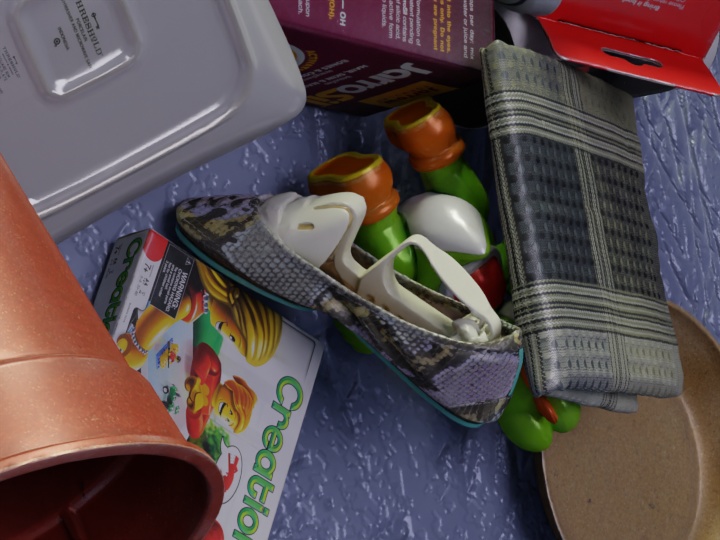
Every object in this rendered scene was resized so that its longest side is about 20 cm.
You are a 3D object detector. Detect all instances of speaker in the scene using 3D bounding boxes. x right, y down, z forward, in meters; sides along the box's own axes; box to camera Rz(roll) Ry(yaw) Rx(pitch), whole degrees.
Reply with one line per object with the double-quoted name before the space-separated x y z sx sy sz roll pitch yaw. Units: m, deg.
"speaker" 0.127 -0.137 1.328 0.199 0.081 0.082 -14 89 -44

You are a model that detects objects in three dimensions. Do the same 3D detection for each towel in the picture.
"towel" 0.120 -0.020 1.221 0.200 0.034 0.194 10 68 -62

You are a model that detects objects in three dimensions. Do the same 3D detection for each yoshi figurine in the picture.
"yoshi figurine" 0.050 0.010 1.221 0.201 0.112 0.112 59 29 -16

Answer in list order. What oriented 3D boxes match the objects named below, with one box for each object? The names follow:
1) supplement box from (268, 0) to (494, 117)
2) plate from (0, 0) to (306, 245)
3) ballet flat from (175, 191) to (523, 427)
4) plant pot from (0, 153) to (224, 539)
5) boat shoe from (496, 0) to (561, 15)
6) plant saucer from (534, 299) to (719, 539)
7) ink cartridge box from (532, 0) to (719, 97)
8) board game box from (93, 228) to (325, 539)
"supplement box" -0.036 -0.147 1.161 0.199 0.110 0.086 9 75 -41
"plate" -0.134 -0.112 1.006 0.199 0.032 0.201 -29 119 -15
"ballet flat" 0.000 0.000 1.130 0.200 0.072 0.072 33 53 7
"plant pot" -0.186 0.047 0.906 0.200 0.201 0.196 -5 56 -43
"boat shoe" 0.065 -0.206 1.253 0.062 0.072 0.200 11 28 -23
"plant saucer" 0.167 0.116 1.337 0.199 0.035 0.202 12 72 -40
"ink cartridge box" 0.149 -0.192 1.284 0.115 0.068 0.201 11 36 -21
"board game box" -0.097 0.097 1.100 0.126 0.034 0.201 34 59 -33
